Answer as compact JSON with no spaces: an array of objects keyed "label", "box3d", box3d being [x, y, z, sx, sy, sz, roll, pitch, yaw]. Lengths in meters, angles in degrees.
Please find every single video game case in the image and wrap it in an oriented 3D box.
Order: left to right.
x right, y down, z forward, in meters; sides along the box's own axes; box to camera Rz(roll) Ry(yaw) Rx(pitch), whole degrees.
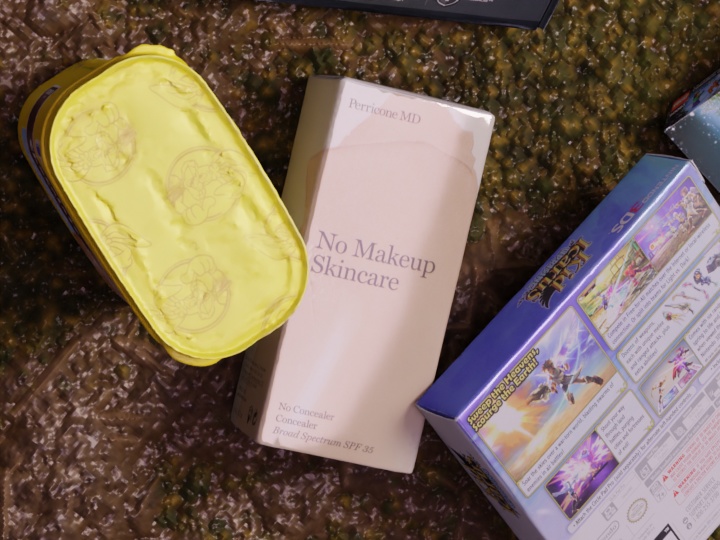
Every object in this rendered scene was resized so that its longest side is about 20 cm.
[{"label":"video game case","box3d":[0.151,0.068,1.329,0.200,0.045,0.181,-46,120,-17]}]

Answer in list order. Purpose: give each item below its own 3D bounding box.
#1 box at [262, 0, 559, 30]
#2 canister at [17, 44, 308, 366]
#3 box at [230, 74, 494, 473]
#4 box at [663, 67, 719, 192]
[{"label":"box","box3d":[0.024,-0.198,1.255,0.200,0.159,0.046,5,57,-14]},{"label":"canister","box3d":[-0.106,-0.038,1.214,0.086,0.200,0.149,-34,102,-8]},{"label":"box","box3d":[0.000,0.000,1.306,0.095,0.078,0.200,11,93,-14]},{"label":"box","box3d":[0.287,-0.054,1.354,0.137,0.038,0.200,-36,106,30]}]
